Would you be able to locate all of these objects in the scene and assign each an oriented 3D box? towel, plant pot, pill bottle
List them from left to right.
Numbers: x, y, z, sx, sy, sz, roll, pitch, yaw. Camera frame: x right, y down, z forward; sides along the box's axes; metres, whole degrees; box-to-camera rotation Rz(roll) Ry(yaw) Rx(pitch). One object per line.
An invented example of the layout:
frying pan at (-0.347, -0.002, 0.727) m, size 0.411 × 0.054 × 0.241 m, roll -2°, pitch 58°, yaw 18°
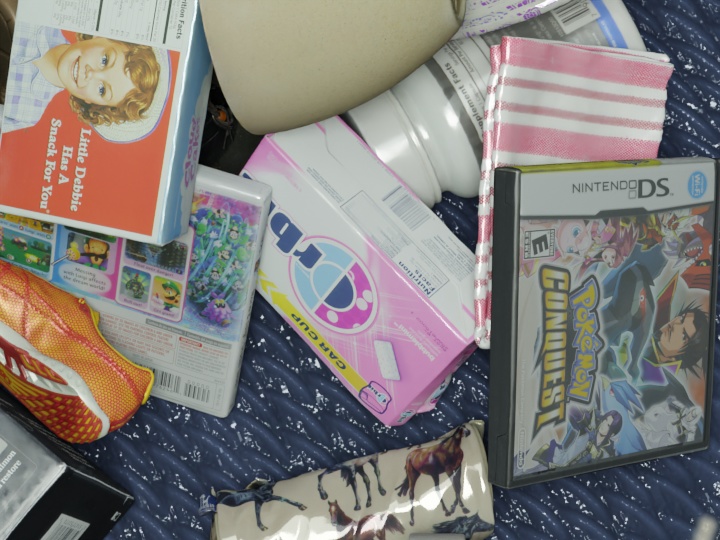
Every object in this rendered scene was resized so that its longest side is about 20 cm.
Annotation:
plant pot at (-0.008, -0.188, 0.965) m, size 0.134 × 0.200 × 0.201 m, roll -3°, pitch 74°, yaw 13°
pill bottle at (0.093, -0.121, 1.106) m, size 0.200 × 0.114 × 0.114 m, roll -28°, pitch 75°, yaw -4°
towel at (0.139, -0.046, 1.021) m, size 0.146 × 0.030 × 0.200 m, roll 0°, pitch 95°, yaw -35°

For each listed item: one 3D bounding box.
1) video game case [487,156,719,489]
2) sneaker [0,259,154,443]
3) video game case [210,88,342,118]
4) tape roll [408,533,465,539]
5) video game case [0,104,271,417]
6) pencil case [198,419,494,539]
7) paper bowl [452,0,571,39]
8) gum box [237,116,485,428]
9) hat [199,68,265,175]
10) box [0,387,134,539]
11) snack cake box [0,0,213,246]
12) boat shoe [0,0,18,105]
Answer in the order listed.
video game case at (0.160, 0.029, 1.018) m, size 0.181 × 0.025 × 0.200 m, roll -5°, pitch 100°, yaw -35°
sneaker at (-0.225, 0.037, 1.068) m, size 0.200 × 0.073 × 0.077 m, roll 43°, pitch 42°, yaw 11°
video game case at (-0.063, -0.210, 1.180) m, size 0.181 × 0.036 × 0.200 m, roll 19°, pitch 77°, yaw 9°
tape roll at (0.047, 0.261, 0.960) m, size 0.037 × 0.203 × 0.203 m, roll -1°, pitch 75°, yaw 4°
video game case at (-0.168, -0.004, 1.076) m, size 0.200 × 0.024 × 0.182 m, roll 17°, pitch 121°, yaw 8°
pencil case at (-0.004, 0.160, 1.053) m, size 0.200 × 0.078 × 0.090 m, roll -15°, pitch 58°, yaw -1°
paper bowl at (0.106, -0.247, 1.086) m, size 0.201 × 0.201 × 0.104 m, roll -29°, pitch 111°, yaw -4°
gum box at (0.000, 0.000, 1.061) m, size 0.200 × 0.114 × 0.066 m, roll 46°, pitch 46°, yaw 6°
hat at (-0.145, -0.118, 1.103) m, size 0.200 × 0.201 × 0.081 m, roll -11°, pitch 49°, yaw 1°
box at (-0.273, 0.121, 1.020) m, size 0.200 × 0.197 × 0.117 m, roll 38°, pitch 81°, yaw 12°
snack cake box at (-0.153, -0.126, 0.979) m, size 0.115 × 0.067 × 0.200 m, roll 12°, pitch 100°, yaw 7°
boat shoe at (-0.231, -0.133, 1.103) m, size 0.076 × 0.200 × 0.072 m, roll -33°, pitch 81°, yaw -34°
